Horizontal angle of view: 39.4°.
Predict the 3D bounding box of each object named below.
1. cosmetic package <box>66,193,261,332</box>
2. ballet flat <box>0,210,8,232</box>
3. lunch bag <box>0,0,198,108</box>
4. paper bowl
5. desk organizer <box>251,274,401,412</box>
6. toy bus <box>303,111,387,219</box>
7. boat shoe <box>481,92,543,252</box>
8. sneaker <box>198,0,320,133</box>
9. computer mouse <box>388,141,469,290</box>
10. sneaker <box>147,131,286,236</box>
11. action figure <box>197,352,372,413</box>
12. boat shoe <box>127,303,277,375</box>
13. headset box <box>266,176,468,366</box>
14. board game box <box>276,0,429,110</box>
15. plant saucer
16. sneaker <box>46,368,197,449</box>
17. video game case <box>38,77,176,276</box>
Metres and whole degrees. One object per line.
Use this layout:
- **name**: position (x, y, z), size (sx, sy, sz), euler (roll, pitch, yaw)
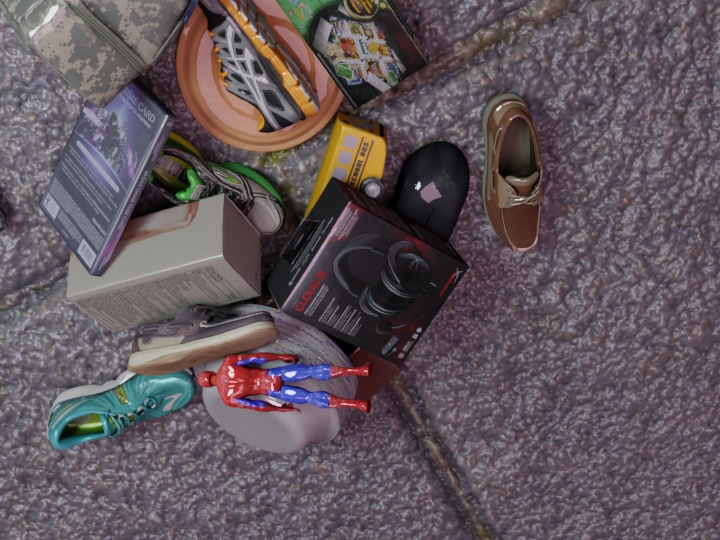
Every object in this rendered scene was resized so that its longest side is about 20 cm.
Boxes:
- **cosmetic package**: position (-0.222, -0.006, 1.146), size (0.197, 0.088, 0.104), euler (-13, 148, 15)
- **ballet flat**: position (-0.473, -0.115, 1.115), size (0.199, 0.072, 0.072), euler (31, 107, -22)
- **lunch bag**: position (-0.259, -0.286, 0.991), size (0.168, 0.200, 0.139), euler (-43, 140, 5)
- **paper bowl**: position (-0.111, 0.143, 1.214), size (0.198, 0.105, 0.202), euler (18, 145, 13)
- **desk organizer**: position (-0.042, 0.077, 1.266), size (0.077, 0.072, 0.200), euler (-42, 114, 9)
- **toy bus**: position (-0.021, -0.078, 1.197), size (0.077, 0.065, 0.202), euler (17, 111, -8)
- **boat shoe**: position (0.186, -0.109, 1.214), size (0.075, 0.072, 0.203), euler (-14, 116, -2)
- **sneaker**: position (-0.125, -0.230, 1.076), size (0.077, 0.079, 0.201), euler (-30, 115, 16)
- **computer mouse**: position (0.079, -0.057, 1.233), size (0.137, 0.053, 0.202), euler (14, 112, -13)
- **sneaker**: position (-0.177, -0.089, 1.161), size (0.198, 0.085, 0.079), euler (24, 109, -19)
- **action figure**: position (-0.085, 0.124, 1.105), size (0.197, 0.052, 0.067), euler (2, 90, 10)
- **boat shoe**: position (-0.182, 0.069, 1.125), size (0.198, 0.066, 0.072), euler (-18, 162, 30)
- **headset box**: position (0.000, 0.000, 1.151), size (0.198, 0.077, 0.150), euler (27, 105, -30)
- **board game box**: position (-0.021, -0.280, 1.082), size (0.104, 0.024, 0.201), euler (-25, 118, 24)
- **plant saucer**: position (-0.109, -0.231, 1.136), size (0.197, 0.032, 0.203), euler (-3, 115, -7)
- **sneaker**: position (-0.299, 0.178, 1.268), size (0.197, 0.080, 0.078), euler (-20, 116, 0)
- **video game case**: position (-0.283, -0.117, 1.108), size (0.019, 0.143, 0.201), euler (10, 117, -50)
